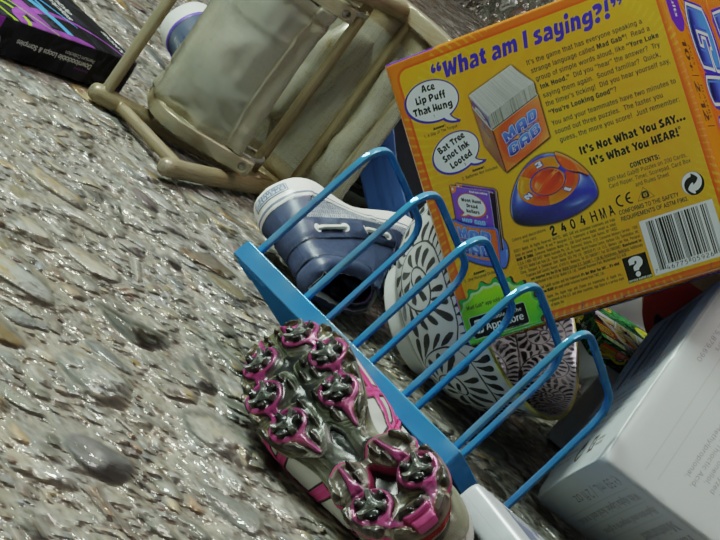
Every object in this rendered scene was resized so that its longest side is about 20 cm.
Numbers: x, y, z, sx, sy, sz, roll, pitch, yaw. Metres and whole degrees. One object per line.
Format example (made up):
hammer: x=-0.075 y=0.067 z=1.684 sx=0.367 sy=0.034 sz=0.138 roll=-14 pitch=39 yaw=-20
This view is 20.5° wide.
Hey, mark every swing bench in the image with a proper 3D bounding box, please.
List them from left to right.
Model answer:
swing bench: x=-0.066 y=-0.156 z=1.559 sx=0.200 sy=0.199 sz=0.130 roll=22 pitch=19 yaw=-51

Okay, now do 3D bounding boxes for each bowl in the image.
bowl: x=0.046 y=-0.083 z=1.718 sx=0.201 sy=0.039 sz=0.201 roll=-11 pitch=90 yaw=-71
bowl: x=0.078 y=0.025 z=1.465 sx=0.201 sy=0.094 sz=0.201 roll=46 pitch=35 yaw=-45

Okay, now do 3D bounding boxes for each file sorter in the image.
file sorter: x=0.044 y=0.041 z=1.232 sx=0.200 sy=0.123 sz=0.139 roll=44 pitch=-8 yaw=28

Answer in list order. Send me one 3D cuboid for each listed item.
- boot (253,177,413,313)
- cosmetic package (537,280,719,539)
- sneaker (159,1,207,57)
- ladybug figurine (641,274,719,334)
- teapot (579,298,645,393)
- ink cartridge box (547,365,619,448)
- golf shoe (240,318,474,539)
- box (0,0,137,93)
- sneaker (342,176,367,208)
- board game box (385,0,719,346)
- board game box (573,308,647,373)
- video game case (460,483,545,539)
boot: x=0.000 y=0.000 z=1.514 sx=0.200 sy=0.073 sz=0.090 roll=18 pitch=37 yaw=-50
cosmetic package: x=0.260 y=0.138 z=1.341 sx=0.200 sy=0.165 sz=0.165 roll=38 pitch=-18 yaw=1
sneaker: x=-0.088 y=-0.154 z=1.794 sx=0.200 sy=0.081 sz=0.147 roll=25 pitch=25 yaw=-53
ladybug figurine: x=0.276 y=0.048 z=1.502 sx=0.136 sy=0.072 sz=0.200 roll=45 pitch=-5 yaw=-22
teapot: x=0.186 y=0.034 z=1.689 sx=0.197 sy=0.199 sz=0.146 roll=94 pitch=-10 yaw=-69
ink cartridge box: x=0.263 y=0.160 z=1.579 sx=0.200 sy=0.083 sz=0.147 roll=41 pitch=14 yaw=15
golf shoe: x=-0.004 y=0.107 z=1.119 sx=0.200 sy=0.073 sz=0.092 roll=50 pitch=-8 yaw=45
box: x=-0.279 y=-0.209 z=1.548 sx=0.143 sy=0.036 sz=0.200 roll=43 pitch=13 yaw=27
sneaker: x=-0.015 y=-0.100 z=1.727 sx=0.074 sy=0.079 sz=0.200 roll=31 pitch=31 yaw=-22
board game box: x=0.169 y=-0.078 z=1.374 sx=0.200 sy=0.200 sz=0.200 roll=-10 pitch=83 yaw=-65
board game box: x=0.251 y=0.087 z=1.569 sx=0.200 sy=0.023 sz=0.105 roll=32 pitch=12 yaw=-18
video game case: x=0.150 y=0.218 z=1.112 sx=0.200 sy=0.023 sz=0.182 roll=43 pitch=5 yaw=-46
